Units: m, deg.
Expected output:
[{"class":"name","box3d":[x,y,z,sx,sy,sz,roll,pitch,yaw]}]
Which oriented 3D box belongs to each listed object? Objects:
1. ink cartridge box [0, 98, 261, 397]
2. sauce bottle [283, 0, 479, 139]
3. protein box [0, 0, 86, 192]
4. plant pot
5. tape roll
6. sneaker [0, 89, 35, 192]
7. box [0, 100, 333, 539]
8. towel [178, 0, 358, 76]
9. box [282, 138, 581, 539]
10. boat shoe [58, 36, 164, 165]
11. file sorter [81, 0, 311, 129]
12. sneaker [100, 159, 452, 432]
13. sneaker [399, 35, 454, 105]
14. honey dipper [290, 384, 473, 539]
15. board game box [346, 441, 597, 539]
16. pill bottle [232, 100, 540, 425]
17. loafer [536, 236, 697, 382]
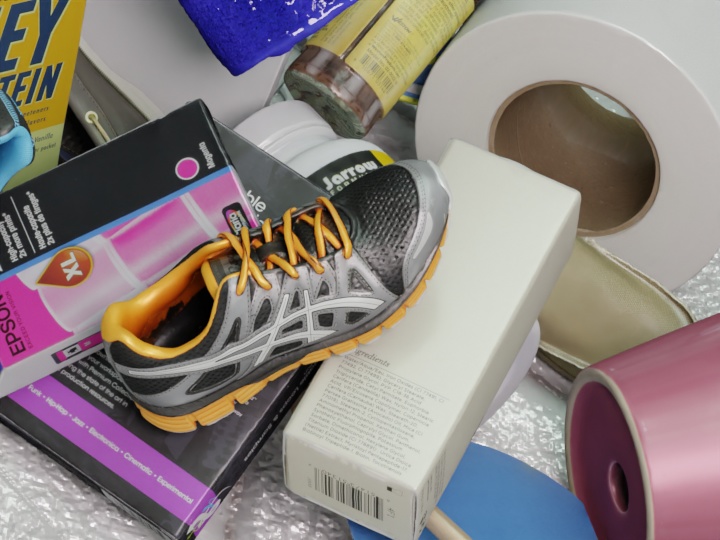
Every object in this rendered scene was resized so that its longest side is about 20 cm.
[{"class":"ink cartridge box","box3d":[-0.152,-0.005,1.574,0.199,0.037,0.095,-27,67,0]},{"class":"sauce bottle","box3d":[0.038,-0.166,1.762,0.065,0.065,0.200,37,72,14]},{"class":"protein box","box3d":[-0.262,-0.161,1.648,0.134,0.199,0.200,-17,45,-38]},{"class":"plant pot","box3d":[0.216,0.101,1.647,0.178,0.201,0.201,-8,49,-15]},{"class":"tape roll","box3d":[0.148,-0.099,1.807,0.202,0.203,0.139,28,40,4]},{"class":"sneaker","box3d":[-0.246,-0.015,1.539,0.082,0.201,0.073,34,-1,44]},{"class":"box","box3d":[-0.092,0.028,1.592,0.143,0.036,0.200,34,79,15]},{"class":"towel","box3d":[-0.062,-0.219,1.615,0.200,0.147,0.050,54,-4,-21]},{"class":"box","box3d":[0.038,0.036,1.566,0.082,0.069,0.201,25,62,14]},{"class":"boat shoe","box3d":[-0.191,-0.108,1.747,0.201,0.072,0.060,40,38,12]},{"class":"file sorter","box3d":[-0.083,-0.178,1.779,0.138,0.201,0.125,30,39,6]},{"class":"sneaker","box3d":[-0.042,0.006,1.511,0.077,0.200,0.078,47,10,-49]},{"class":"sneaker","box3d":[0.013,-0.171,1.883,0.074,0.083,0.200,10,22,-25]},{"class":"honey dipper","box3d":[0.037,0.128,1.569,0.200,0.038,0.038,43,43,16]},{"class":"board game box","box3d":[0.064,0.177,1.597,0.157,0.039,0.201,5,46,-30]},{"class":"pill bottle","box3d":[0.000,0.000,1.694,0.112,0.113,0.200,-20,57,-40]},{"class":"loafer","box3d":[0.114,0.014,1.750,0.199,0.067,0.076,28,84,7]}]
